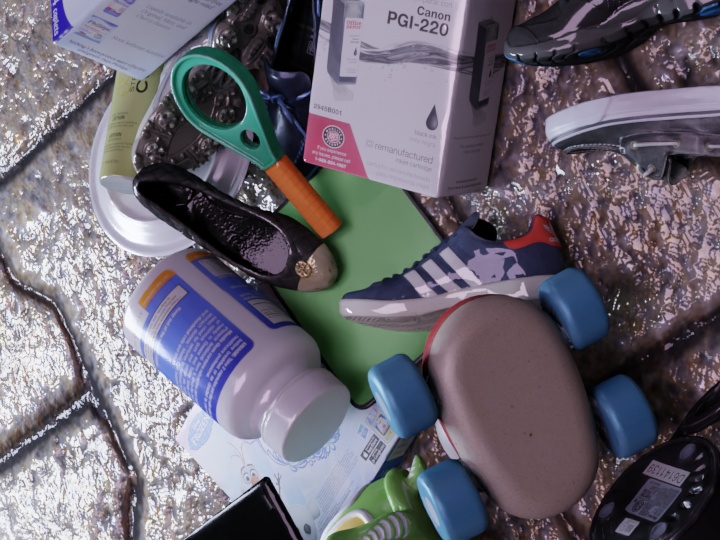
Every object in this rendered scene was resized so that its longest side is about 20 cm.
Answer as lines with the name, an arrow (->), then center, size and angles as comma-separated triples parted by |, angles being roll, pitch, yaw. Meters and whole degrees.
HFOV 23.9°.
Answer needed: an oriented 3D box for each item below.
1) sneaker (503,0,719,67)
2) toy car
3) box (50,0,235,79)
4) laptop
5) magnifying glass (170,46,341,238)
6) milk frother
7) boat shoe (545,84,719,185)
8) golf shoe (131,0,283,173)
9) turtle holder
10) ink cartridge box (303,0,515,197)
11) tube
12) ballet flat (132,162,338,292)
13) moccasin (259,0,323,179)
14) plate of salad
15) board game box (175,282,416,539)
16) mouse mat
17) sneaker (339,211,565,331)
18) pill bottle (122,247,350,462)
sneaker -> 0.197, -0.212, 1.298 | 0.199, 0.073, 0.082 | -18, 84, 28
toy car -> 0.104, 0.103, 1.362 | 0.177, 0.184, 0.200 | 65, 170, -5
box -> -0.180, -0.305, 1.503 | 0.200, 0.105, 0.185 | -33, 52, 36
laptop -> -0.069, 0.304, 1.559 | 0.200, 0.116, 0.188 | -40, 74, 34
magnifying glass -> -0.089, -0.109, 1.477 | 0.200, 0.022, 0.079 | 49, 133, -12
milk frother -> 0.293, 0.186, 1.256 | 0.200, 0.181, 0.188 | -43, 108, 5
boat shoe -> 0.230, -0.100, 1.284 | 0.199, 0.072, 0.071 | -5, 91, 36
golf shoe -> -0.149, -0.174, 1.547 | 0.200, 0.078, 0.097 | -55, 37, 2
turtle holder -> 0.030, 0.248, 1.418 | 0.131, 0.186, 0.141 | -31, 96, 8
ink cartridge box -> 0.041, -0.175, 1.407 | 0.145, 0.085, 0.201 | 17, 106, 31
tube -> -0.206, -0.172, 1.587 | 0.058, 0.052, 0.201 | 9, 74, -3
ballet flat -> -0.113, -0.032, 1.495 | 0.199, 0.057, 0.067 | 26, 107, 4
moccasin -> -0.061, -0.176, 1.492 | 0.080, 0.068, 0.201 | 17, 105, 33
plate of salad -> -0.176, -0.108, 1.606 | 0.199, 0.048, 0.201 | -10, 71, 31
board game box -> -0.059, 0.147, 1.567 | 0.199, 0.043, 0.200 | 43, 121, 23
mouse mat -> 0.000, 0.000, 1.493 | 0.161, 0.008, 0.200 | -43, 68, 19
sneaker -> 0.075, -0.001, 1.415 | 0.199, 0.075, 0.085 | -8, 76, 20
pill bottle -> -0.106, 0.078, 1.495 | 0.200, 0.112, 0.112 | 39, 119, 27
